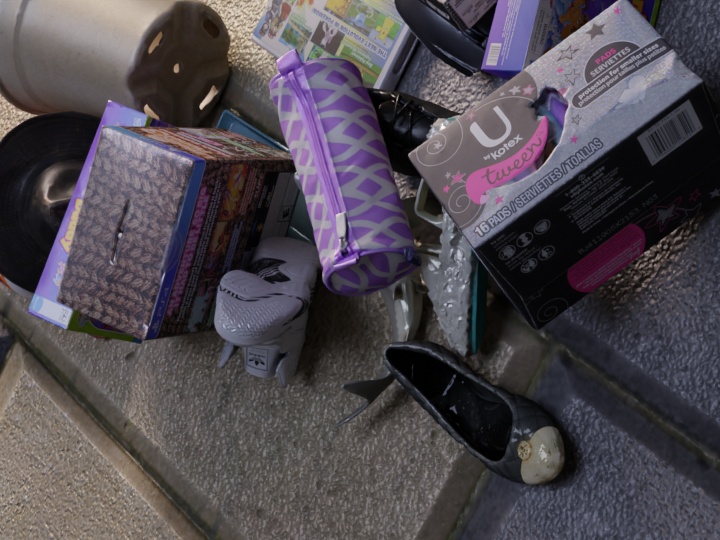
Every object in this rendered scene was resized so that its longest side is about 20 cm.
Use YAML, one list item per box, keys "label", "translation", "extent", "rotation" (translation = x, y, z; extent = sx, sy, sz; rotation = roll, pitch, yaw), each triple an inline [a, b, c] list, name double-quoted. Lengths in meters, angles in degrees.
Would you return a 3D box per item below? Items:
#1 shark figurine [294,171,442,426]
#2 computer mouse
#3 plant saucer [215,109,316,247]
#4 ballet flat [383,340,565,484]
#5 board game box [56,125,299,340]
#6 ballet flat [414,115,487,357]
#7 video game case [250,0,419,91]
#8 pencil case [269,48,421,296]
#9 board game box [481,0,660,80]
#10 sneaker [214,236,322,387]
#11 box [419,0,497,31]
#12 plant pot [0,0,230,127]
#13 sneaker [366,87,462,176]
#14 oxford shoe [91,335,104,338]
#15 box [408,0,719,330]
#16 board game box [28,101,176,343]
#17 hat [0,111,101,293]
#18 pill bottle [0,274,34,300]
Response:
- label: "shark figurine"
  translation: [0.015, 0.016, 1.675]
  extent: [0.089, 0.128, 0.215]
  rotation: [159, 102, -68]
- label: "computer mouse"
  translation: [0.102, -0.230, 1.652]
  extent: [0.141, 0.046, 0.200]
  rotation: [-52, 54, 20]
- label: "plant saucer"
  translation: [-0.082, -0.084, 1.832]
  extent: [0.200, 0.019, 0.070]
  rotation: [35, 103, 47]
- label: "ballet flat"
  translation: [0.088, 0.114, 1.561]
  extent: [0.200, 0.057, 0.067]
  rotation: [33, 103, 46]
- label: "board game box"
  translation: [-0.152, -0.036, 1.719]
  extent: [0.097, 0.200, 0.160]
  rotation: [22, 102, 24]
- label: "ballet flat"
  translation: [0.075, -0.032, 1.576]
  extent: [0.072, 0.072, 0.201]
  rotation: [25, 118, 47]
- label: "video game case"
  translation: [-0.004, -0.255, 1.804]
  extent: [0.200, 0.022, 0.183]
  rotation: [38, 105, 45]
- label: "pencil case"
  translation: [-0.016, -0.076, 1.586]
  extent: [0.084, 0.085, 0.200]
  rotation: [-32, 61, 28]
- label: "board game box"
  translation: [0.176, -0.231, 1.525]
  extent: [0.045, 0.134, 0.201]
  rotation: [10, 85, 47]
- label: "sneaker"
  translation: [-0.083, 0.052, 1.686]
  extent: [0.075, 0.200, 0.115]
  rotation: [16, 112, 6]
- label: "box"
  translation: [0.094, -0.319, 1.661]
  extent: [0.200, 0.048, 0.193]
  rotation: [-46, 44, -2]
- label: "plant pot"
  translation: [-0.234, -0.222, 1.925]
  extent: [0.183, 0.200, 0.201]
  rotation: [25, 95, 36]
- label: "sneaker"
  translation: [0.057, -0.106, 1.639]
  extent: [0.200, 0.091, 0.076]
  rotation: [18, 82, 46]
- label: "oxford shoe"
  translation: [-0.252, -0.034, 1.948]
  extent: [0.070, 0.075, 0.200]
  rotation: [15, 87, 49]
- label: "box"
  translation: [0.159, -0.079, 1.448]
  extent: [0.200, 0.132, 0.115]
  rotation: [-37, 50, 3]
- label: "board game box"
  translation: [-0.213, -0.040, 1.783]
  extent: [0.045, 0.134, 0.200]
  rotation: [22, 92, 24]
- label: "hat"
  translation: [-0.261, -0.051, 1.863]
  extent: [0.081, 0.200, 0.201]
  rotation: [32, 101, 61]
- label: "pill bottle"
  translation: [-0.365, -0.049, 2.044]
  extent: [0.200, 0.113, 0.113]
  rotation: [26, 96, 47]
